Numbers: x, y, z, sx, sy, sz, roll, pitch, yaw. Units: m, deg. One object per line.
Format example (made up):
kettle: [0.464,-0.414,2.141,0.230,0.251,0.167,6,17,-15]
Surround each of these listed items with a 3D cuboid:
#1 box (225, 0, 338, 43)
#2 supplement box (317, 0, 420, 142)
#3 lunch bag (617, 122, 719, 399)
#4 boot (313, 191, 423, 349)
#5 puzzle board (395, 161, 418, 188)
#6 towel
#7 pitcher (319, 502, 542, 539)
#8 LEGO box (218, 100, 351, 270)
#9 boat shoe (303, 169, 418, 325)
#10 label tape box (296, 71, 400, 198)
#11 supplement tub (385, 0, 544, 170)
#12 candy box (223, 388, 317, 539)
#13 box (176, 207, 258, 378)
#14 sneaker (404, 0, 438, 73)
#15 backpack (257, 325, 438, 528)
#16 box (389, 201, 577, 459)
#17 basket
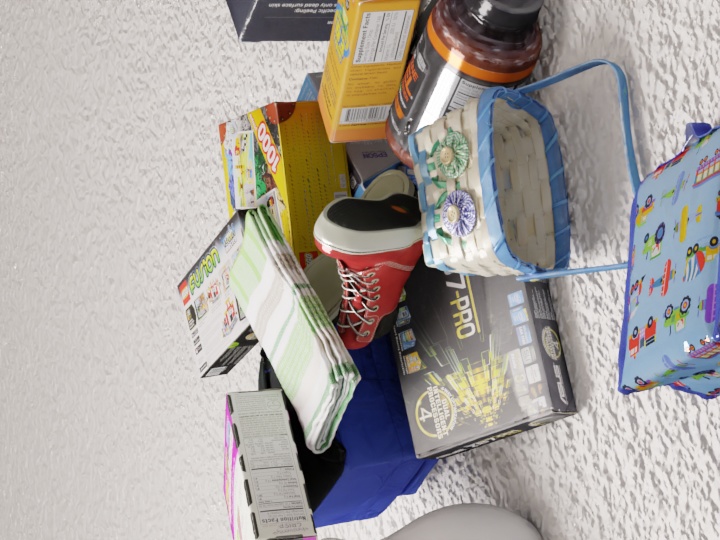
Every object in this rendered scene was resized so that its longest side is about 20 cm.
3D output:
box: [-0.018,-0.330,1.783,0.118,0.196,0.200,68,149,34]
supplement box: [0.007,-0.211,1.750,0.200,0.068,0.067,106,154,-51]
lunch bag: [0.260,-0.019,1.397,0.151,0.093,0.201,140,132,-62]
boot: [0.000,0.010,1.624,0.072,0.200,0.145,27,104,19]
puzzle board: [0.032,-0.040,1.924,0.200,0.017,0.152,13,103,62]
towel: [-0.070,0.057,1.718,0.201,0.031,0.149,60,152,23]
pitcher: [0.079,0.284,1.661,0.171,0.199,0.122,25,115,60]
LEGO box: [-0.074,-0.065,1.891,0.149,0.077,0.201,-12,84,62]
boat shoe: [-0.001,-0.001,1.793,0.074,0.066,0.200,27,83,44]
label tape box: [-0.017,-0.089,1.931,0.201,0.066,0.144,63,145,32]
supplement tub: [0.099,-0.184,1.669,0.107,0.106,0.201,66,147,35]
candy box: [-0.087,0.228,1.734,0.201,0.061,0.137,-106,16,-49]
box: [-0.133,0.026,1.900,0.200,0.035,0.111,-44,57,57]
sneaker: [0.069,-0.254,1.751,0.200,0.080,0.087,-55,44,50]
backpack: [-0.013,0.138,1.861,0.163,0.167,0.201,-53,50,46]
box: [0.104,0.058,1.688,0.161,0.049,0.201,-21,72,34]
basket: [0.147,-0.072,1.569,0.199,0.139,0.178,-14,77,27]
